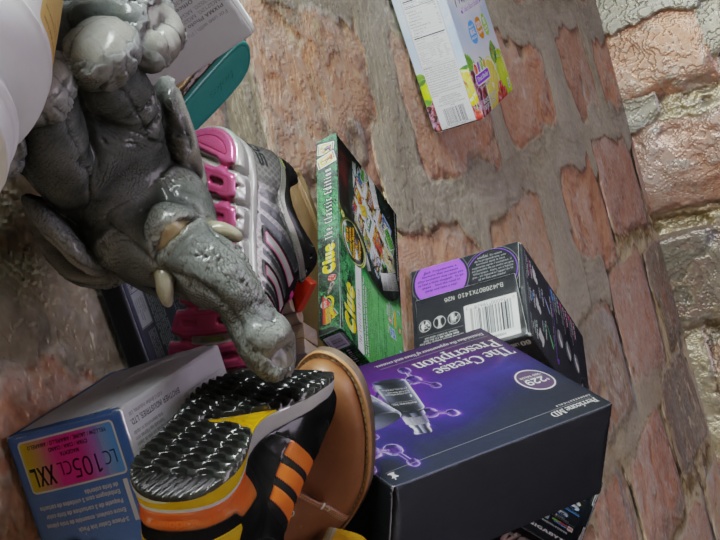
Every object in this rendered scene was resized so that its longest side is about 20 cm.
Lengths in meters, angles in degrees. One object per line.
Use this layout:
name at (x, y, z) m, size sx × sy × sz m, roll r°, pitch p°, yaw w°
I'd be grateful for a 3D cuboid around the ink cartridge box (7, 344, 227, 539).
ink cartridge box at (-0.105, 0.159, 0.863) m, size 0.136 × 0.076 × 0.202 m, roll -34°, pitch 107°, yaw -69°

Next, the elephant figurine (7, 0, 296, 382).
elephant figurine at (-0.127, -0.041, 0.830) m, size 0.156 × 0.140 × 0.201 m, roll -84°, pitch 151°, yaw -51°

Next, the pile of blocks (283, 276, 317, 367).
pile of blocks at (-0.068, -0.014, 1.055) m, size 0.082 × 0.062 × 0.201 m, roll -74°, pitch 145°, yaw -55°

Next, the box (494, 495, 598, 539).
box at (0.091, 0.168, 1.251) m, size 0.046 × 0.199 × 0.159 m, roll -64°, pitch 172°, yaw 20°

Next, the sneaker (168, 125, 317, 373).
sneaker at (-0.067, 0.013, 0.963) m, size 0.087 × 0.073 × 0.203 m, roll 0°, pitch 88°, yaw -51°

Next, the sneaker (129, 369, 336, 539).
sneaker at (-0.064, 0.116, 0.822) m, size 0.200 × 0.069 × 0.091 m, roll -40°, pitch 128°, yaw -68°

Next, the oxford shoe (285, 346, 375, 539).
oxford shoe at (-0.043, 0.142, 0.946) m, size 0.071 × 0.071 × 0.202 m, roll -22°, pitch 133°, yaw -55°

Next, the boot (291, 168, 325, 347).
boot at (-0.026, 0.016, 1.201) m, size 0.175 × 0.066 × 0.202 m, roll -49°, pitch 119°, yaw -73°

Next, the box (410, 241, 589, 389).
box at (0.140, 0.078, 1.519) m, size 0.200 × 0.121 × 0.107 m, roll 49°, pitch 32°, yaw -51°

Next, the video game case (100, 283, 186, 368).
video game case at (-0.106, 0.040, 1.033) m, size 0.200 × 0.019 × 0.144 m, roll -47°, pitch 121°, yaw -68°

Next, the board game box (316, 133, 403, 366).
board game box at (0.000, 0.000, 1.170) m, size 0.105 × 0.023 × 0.201 m, roll 55°, pitch 24°, yaw -41°

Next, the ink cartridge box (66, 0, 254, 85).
ink cartridge box at (-0.159, -0.217, 0.900) m, size 0.200 × 0.083 × 0.146 m, roll 55°, pitch 3°, yaw -45°

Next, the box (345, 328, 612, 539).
box at (0.052, 0.120, 1.058) m, size 0.199 × 0.141 × 0.080 m, roll -15°, pitch 123°, yaw -36°

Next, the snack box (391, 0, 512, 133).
snack box at (0.099, -0.273, 1.737) m, size 0.202 × 0.067 × 0.169 m, roll 69°, pitch 21°, yaw -11°

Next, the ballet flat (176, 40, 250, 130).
ballet flat at (-0.140, -0.086, 0.955) m, size 0.201 × 0.063 × 0.069 m, roll -55°, pitch 162°, yaw -37°

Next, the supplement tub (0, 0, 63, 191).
supplement tub at (-0.205, -0.133, 0.695) m, size 0.145 × 0.143 × 0.202 m, roll 52°, pitch 30°, yaw -47°

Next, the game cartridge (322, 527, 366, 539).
game cartridge at (-0.045, 0.275, 0.889) m, size 0.200 × 0.032 × 0.178 m, roll -62°, pitch 165°, yaw -62°
